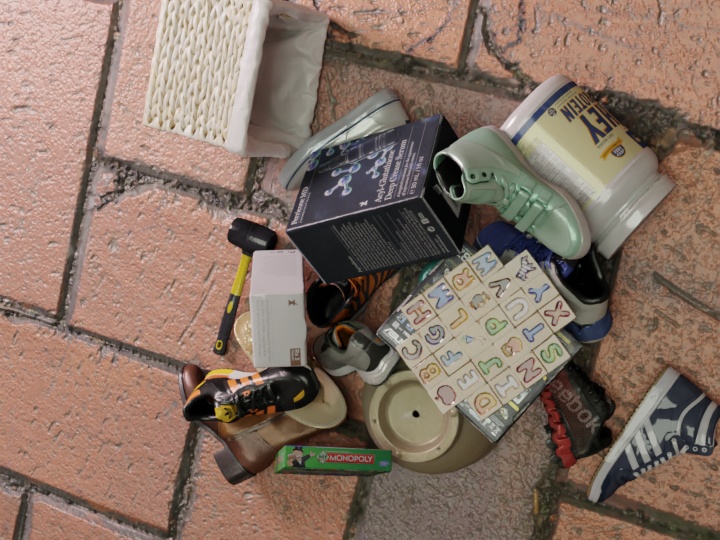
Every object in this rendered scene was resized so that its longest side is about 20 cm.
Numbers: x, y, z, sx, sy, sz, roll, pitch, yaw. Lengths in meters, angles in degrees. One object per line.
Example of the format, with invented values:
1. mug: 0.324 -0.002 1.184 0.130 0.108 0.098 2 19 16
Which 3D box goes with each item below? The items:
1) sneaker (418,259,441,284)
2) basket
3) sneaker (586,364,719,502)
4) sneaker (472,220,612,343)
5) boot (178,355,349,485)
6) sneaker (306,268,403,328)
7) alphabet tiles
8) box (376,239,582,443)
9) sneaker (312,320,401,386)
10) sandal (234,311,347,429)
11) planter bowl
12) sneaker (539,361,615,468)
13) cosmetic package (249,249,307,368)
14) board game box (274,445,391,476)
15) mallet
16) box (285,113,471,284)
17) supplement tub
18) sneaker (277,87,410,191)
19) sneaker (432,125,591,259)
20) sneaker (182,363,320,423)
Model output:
1. sneaker: 0.168 0.026 1.612 0.199 0.080 0.078 14 100 17
2. basket: -0.160 -0.258 1.632 0.160 0.198 0.201 13 100 21
3. sneaker: 0.374 0.229 1.569 0.108 0.070 0.200 34 100 14
4. sneaker: 0.235 -0.011 1.526 0.081 0.115 0.199 -39 64 -23
5. boot: -0.139 0.173 1.738 0.200 0.068 0.189 -33 72 12
6. sneaker: 0.000 0.000 1.647 0.077 0.112 0.200 34 105 12
7. alphabet tiles: 0.148 0.074 1.488 0.200 0.006 0.167 -37 82 11
8. box: 0.144 0.085 1.525 0.200 0.049 0.161 42 93 11
9. sneaker: -0.016 0.095 1.635 0.079 0.200 0.074 43 74 -19
10. sandal: -0.105 0.129 1.688 0.078 0.070 0.212 -41 66 -7
11. planter bowl: 0.086 0.178 1.626 0.199 0.135 0.201 2 97 18
12. sneaker: 0.269 0.153 1.584 0.098 0.071 0.201 -15 109 11
13. cosmetic package: -0.106 0.046 1.624 0.074 0.200 0.102 -2 105 -2
14. board game box: -0.039 0.249 1.622 0.134 0.200 0.029 4 79 -7
15. mallet: -0.181 0.021 1.752 0.066 0.041 0.200 29 108 14
16. box: 0.028 -0.087 1.560 0.199 0.149 0.107 -14 132 30
17. supplement tub: 0.270 -0.125 1.528 0.200 0.145 0.145 43 107 9
18. sneaker: -0.021 -0.158 1.658 0.200 0.073 0.071 -36 80 18
19. sneaker: 0.167 -0.074 1.442 0.200 0.118 0.074 48 138 18
20. sneaker: -0.145 0.171 1.641 0.200 0.090 0.070 -9 113 35
